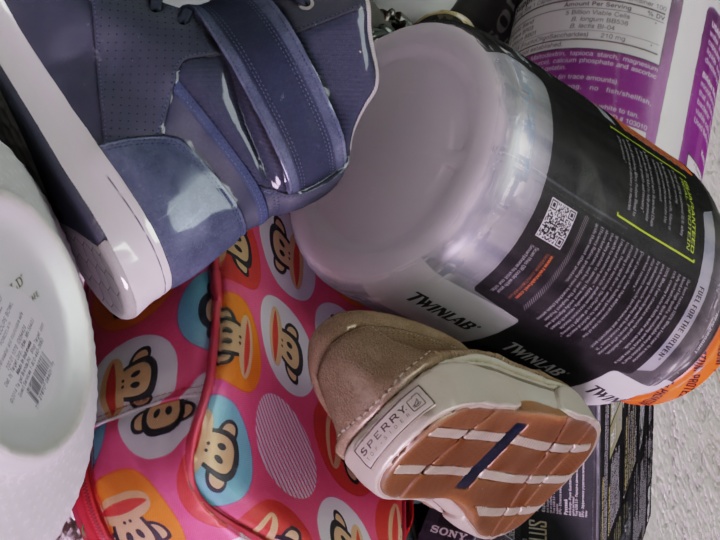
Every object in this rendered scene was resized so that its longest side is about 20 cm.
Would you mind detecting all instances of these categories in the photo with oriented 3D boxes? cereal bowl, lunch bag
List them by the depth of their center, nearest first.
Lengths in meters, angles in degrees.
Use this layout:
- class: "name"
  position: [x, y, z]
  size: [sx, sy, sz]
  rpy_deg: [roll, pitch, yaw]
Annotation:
- class: "cereal bowl"
  position: [-0.151, 0.024, 0.701]
  size: [0.200, 0.083, 0.200]
  rpy_deg: [41, 42, -52]
- class: "lunch bag"
  position: [-0.037, 0.057, 0.857]
  size: [0.176, 0.082, 0.200]
  rpy_deg: [42, 35, -39]

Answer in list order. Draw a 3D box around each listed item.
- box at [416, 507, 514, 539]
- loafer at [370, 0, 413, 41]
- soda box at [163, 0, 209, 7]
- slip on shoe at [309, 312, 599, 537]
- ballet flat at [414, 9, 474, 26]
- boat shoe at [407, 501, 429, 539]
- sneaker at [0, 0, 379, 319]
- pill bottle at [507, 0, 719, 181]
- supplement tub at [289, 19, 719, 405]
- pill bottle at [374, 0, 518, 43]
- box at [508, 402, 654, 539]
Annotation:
- class: "box"
  position: [0.042, 0.226, 0.980]
  size: [0.143, 0.036, 0.200]
  rpy_deg: [41, 68, -51]
- class: "loafer"
  position: [-0.019, -0.114, 0.961]
  size: [0.200, 0.072, 0.063]
  rpy_deg: [13, 100, -33]
- class: "soda box"
  position: [-0.118, -0.160, 0.870]
  size: [0.064, 0.068, 0.200]
  rpy_deg: [-18, 95, -65]
- class: "slip on shoe"
  position: [0.037, 0.061, 0.833]
  size: [0.061, 0.076, 0.200]
  rpy_deg: [47, 13, 24]
- class: "ballet flat"
  position: [0.030, -0.042, 1.078]
  size: [0.057, 0.066, 0.200]
  rpy_deg: [-42, 144, -60]
- class: "boat shoe"
  position: [0.017, 0.101, 1.031]
  size: [0.075, 0.062, 0.200]
  rpy_deg: [-13, 90, -55]
- class: "sneaker"
  position: [-0.083, -0.101, 0.791]
  size: [0.202, 0.146, 0.077]
  rpy_deg: [57, -17, 4]
- class: "pill bottle"
  position: [0.128, -0.096, 1.064]
  size: [0.112, 0.112, 0.200]
  rpy_deg: [45, 52, -49]
- class: "supplement tub"
  position: [0.075, -0.016, 0.889]
  size: [0.200, 0.122, 0.123]
  rpy_deg: [28, 53, -42]
- class: "pill bottle"
  position: [0.028, -0.154, 1.114]
  size: [0.200, 0.116, 0.117]
  rpy_deg: [30, 52, -57]
- class: "box"
  position: [0.106, 0.094, 1.133]
  size: [0.164, 0.086, 0.200]
  rpy_deg: [-58, 150, -56]
